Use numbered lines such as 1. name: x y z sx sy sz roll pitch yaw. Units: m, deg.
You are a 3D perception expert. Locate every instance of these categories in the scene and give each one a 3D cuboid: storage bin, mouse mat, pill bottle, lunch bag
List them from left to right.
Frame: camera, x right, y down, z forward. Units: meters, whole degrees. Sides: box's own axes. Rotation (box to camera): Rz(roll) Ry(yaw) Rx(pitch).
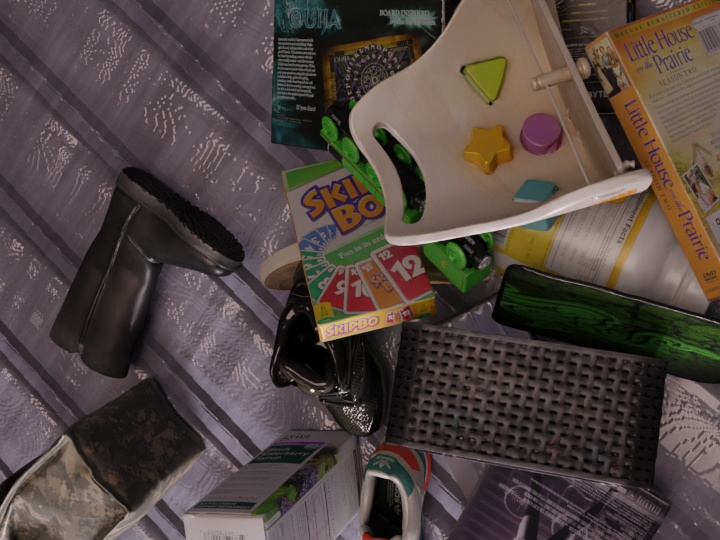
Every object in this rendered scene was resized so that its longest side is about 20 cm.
1. lunch bag: -0.280 0.224 0.977 0.200 0.164 0.118 -43 87 22
2. storage bin: 0.128 0.103 0.753 0.196 0.135 0.096 7 84 12
3. pill bottle: 0.184 -0.025 0.768 0.198 0.112 0.114 26 107 17
4. mouse mat: 0.200 0.045 0.740 0.197 0.161 0.008 17 74 8

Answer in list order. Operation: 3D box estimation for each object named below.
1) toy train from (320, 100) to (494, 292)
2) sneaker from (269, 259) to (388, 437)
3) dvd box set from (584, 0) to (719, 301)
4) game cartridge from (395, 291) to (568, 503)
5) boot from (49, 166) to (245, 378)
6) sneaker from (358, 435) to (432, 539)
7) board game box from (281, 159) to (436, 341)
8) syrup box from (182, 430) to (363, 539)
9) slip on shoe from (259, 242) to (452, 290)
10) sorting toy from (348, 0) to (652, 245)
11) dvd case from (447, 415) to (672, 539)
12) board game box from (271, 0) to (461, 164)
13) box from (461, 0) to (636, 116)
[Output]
1. toy train: 0.034 -0.061 0.775 0.200 0.041 0.057 47 157 28
2. sneaker: -0.029 0.093 0.848 0.075 0.115 0.202 5 131 20
3. dvd box set: 0.259 -0.096 0.713 0.029 0.145 0.202 -29 87 55
4. game cartridge: 0.125 0.131 0.862 0.129 0.038 0.202 -28 87 28
5. boot: -0.217 0.025 0.971 0.164 0.065 0.202 37 107 23
6. sneaker: 0.023 0.255 0.891 0.069 0.093 0.204 6 100 22
7. board game box: -0.007 -0.033 0.812 0.094 0.202 0.030 -13 135 -4
8. syrup box: -0.070 0.213 0.865 0.077 0.200 0.083 -3 101 23
9. slip on shoe: 0.000 0.000 0.872 0.197 0.076 0.062 -12 79 17
10. sorting toy: 0.086 -0.097 0.702 0.177 0.107 0.203 -19 63 4
11. dvd case: 0.156 0.243 0.842 0.147 0.016 0.202 29 108 14
12. board game box: -0.001 -0.169 0.833 0.198 0.028 0.138 15 107 41
13. box: 0.126 -0.205 0.800 0.197 0.049 0.163 1 97 24
